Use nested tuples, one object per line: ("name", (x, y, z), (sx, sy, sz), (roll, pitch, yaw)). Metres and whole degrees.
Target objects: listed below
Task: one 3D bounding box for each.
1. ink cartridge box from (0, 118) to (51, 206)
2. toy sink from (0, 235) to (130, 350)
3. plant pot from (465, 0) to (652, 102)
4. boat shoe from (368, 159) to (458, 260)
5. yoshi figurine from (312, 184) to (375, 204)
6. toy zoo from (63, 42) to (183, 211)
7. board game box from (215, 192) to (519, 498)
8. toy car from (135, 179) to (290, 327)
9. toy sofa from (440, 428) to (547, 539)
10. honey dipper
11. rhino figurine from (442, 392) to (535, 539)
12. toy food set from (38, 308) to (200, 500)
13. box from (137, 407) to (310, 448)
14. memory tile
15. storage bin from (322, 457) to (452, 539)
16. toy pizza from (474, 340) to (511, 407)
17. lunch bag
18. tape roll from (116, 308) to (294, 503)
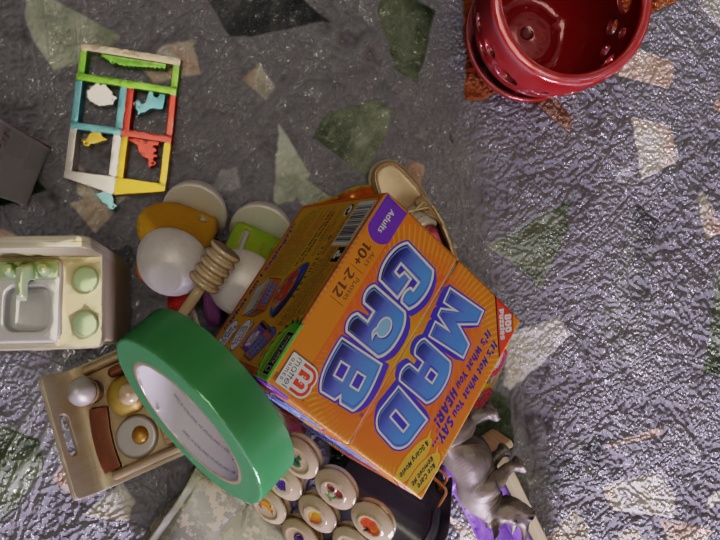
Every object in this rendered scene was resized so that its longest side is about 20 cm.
("ink cartridge box", (-0.474, -0.154, 0.819), (0.172, 0.200, 0.086), (23, 87, -7))
("toy sink", (-0.347, 0.034, 0.829), (0.127, 0.200, 0.115), (-2, 82, -7))
("plant pot", (0.232, -0.311, 0.909), (0.195, 0.182, 0.206), (0, 89, -6))
("boat shoe", (0.078, -0.057, 0.947), (0.073, 0.069, 0.202), (-32, 93, -6))
("yoshi figurine", (-0.007, 0.003, 0.923), (0.110, 0.112, 0.204), (-18, 93, 1))
("toy zoo", (-0.304, -0.178, 0.929), (0.128, 0.020, 0.205), (6, 89, -6))
("board game box", (-0.004, 0.069, 0.746), (0.199, 0.199, 0.202), (40, 74, -23))
("toy car", (-0.179, -0.002, 0.889), (0.196, 0.176, 0.152), (16, 123, -6))
("toy sofa", (0.188, 0.322, 0.951), (0.096, 0.083, 0.203), (-27, 92, -6))
("honey dipper", (-0.200, 0.058, 0.775), (0.038, 0.038, 0.201), (36, 95, -5))
("rhino figurine", (0.151, 0.245, 0.877), (0.086, 0.060, 0.203), (-29, 97, -8))
("toy food set", (-0.249, 0.149, 0.814), (0.196, 0.060, 0.146), (-23, 79, 3))
("box", (-0.159, 0.177, 0.884), (0.195, 0.100, 0.098), (11, 82, 5))
("memory tile", (-0.063, 0.241, 0.773), (0.199, 0.017, 0.154), (39, 129, 8))
("storage bin", (0.028, 0.285, 0.877), (0.133, 0.200, 0.147), (33, 100, 4))
("toy pizza", (0.120, 0.140, 0.905), (0.200, 0.201, 0.032), (-43, 51, -6))
("lunch bag", (-0.174, 0.336, 0.875), (0.163, 0.118, 0.201), (36, 106, -5))
("tape roll", (-0.150, 0.131, 0.693), (0.048, 0.200, 0.201), (-41, 94, -30))
